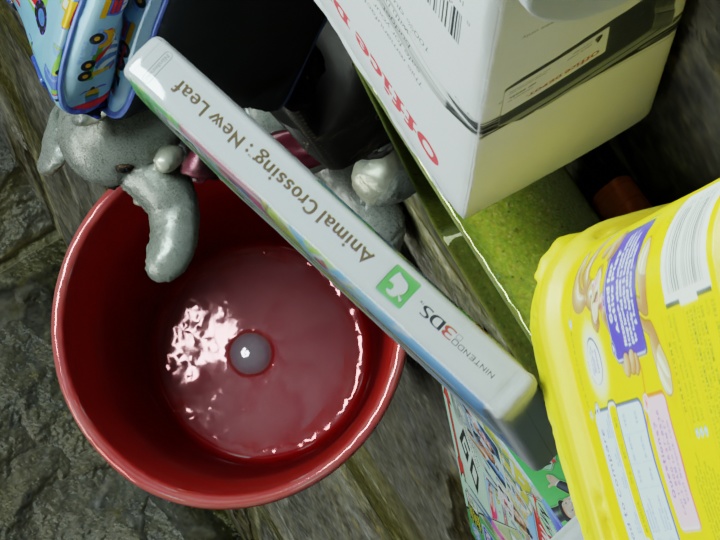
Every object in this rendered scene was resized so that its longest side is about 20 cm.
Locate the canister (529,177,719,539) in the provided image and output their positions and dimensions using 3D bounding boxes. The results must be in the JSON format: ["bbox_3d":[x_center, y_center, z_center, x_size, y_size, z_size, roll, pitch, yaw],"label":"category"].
[{"bbox_3d":[0.124,0.043,0.826,0.200,0.086,0.149,144,111,-78],"label":"canister"}]

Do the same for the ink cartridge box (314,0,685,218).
[{"bbox_3d":[0.034,-0.125,0.862,0.145,0.084,0.200,59,169,16],"label":"ink cartridge box"}]

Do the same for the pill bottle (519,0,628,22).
[{"bbox_3d":[0.026,-0.167,0.710,0.200,0.112,0.112,57,169,17],"label":"pill bottle"}]

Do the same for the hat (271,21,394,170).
[{"bbox_3d":[-0.019,-0.104,1.183,0.201,0.081,0.201,59,170,17],"label":"hat"}]

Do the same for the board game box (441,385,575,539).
[{"bbox_3d":[0.094,0.132,1.422,0.135,0.029,0.200,55,168,33],"label":"board game box"}]

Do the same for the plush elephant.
[{"bbox_3d":[-0.078,-0.070,1.351,0.200,0.155,0.165,60,170,3],"label":"plush elephant"}]

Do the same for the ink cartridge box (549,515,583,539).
[{"bbox_3d":[0.122,0.201,1.242,0.145,0.085,0.200,45,167,13],"label":"ink cartridge box"}]

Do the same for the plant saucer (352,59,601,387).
[{"bbox_3d":[0.081,0.018,1.047,0.200,0.048,0.200,59,180,21],"label":"plant saucer"}]

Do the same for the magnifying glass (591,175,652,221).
[{"bbox_3d":[0.145,0.048,0.978,0.200,0.022,0.080,55,168,24],"label":"magnifying glass"}]

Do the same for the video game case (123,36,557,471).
[{"bbox_3d":[0.000,0.000,1.021,0.182,0.022,0.200,43,178,12],"label":"video game case"}]

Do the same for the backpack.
[{"bbox_3d":[-0.080,-0.180,1.063,0.200,0.134,0.183,65,146,30],"label":"backpack"}]

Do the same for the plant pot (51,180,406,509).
[{"bbox_3d":[-0.066,0.038,1.538,0.201,0.200,0.177,60,179,8],"label":"plant pot"}]
